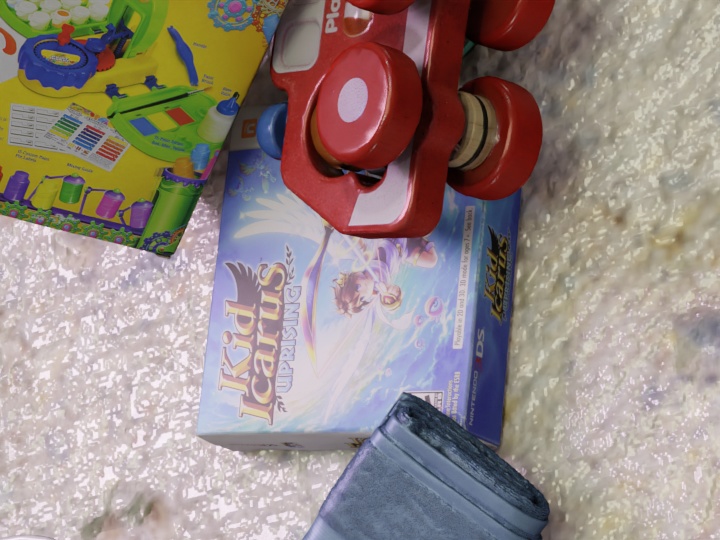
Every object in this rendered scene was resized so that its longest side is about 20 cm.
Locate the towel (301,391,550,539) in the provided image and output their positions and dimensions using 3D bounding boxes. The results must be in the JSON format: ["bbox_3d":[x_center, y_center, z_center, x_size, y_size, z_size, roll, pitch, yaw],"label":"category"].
[{"bbox_3d":[0.012,0.176,1.496,0.111,0.049,0.201,37,103,14],"label":"towel"}]

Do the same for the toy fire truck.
[{"bbox_3d":[0.009,-0.117,1.519,0.167,0.112,0.201,0,81,52],"label":"toy fire truck"}]

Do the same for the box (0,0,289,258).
[{"bbox_3d":[-0.171,-0.137,1.586,0.193,0.199,0.122,-63,25,29],"label":"box"}]

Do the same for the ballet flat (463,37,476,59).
[{"bbox_3d":[-0.009,-0.170,1.622,0.200,0.074,0.075,31,93,37],"label":"ballet flat"}]

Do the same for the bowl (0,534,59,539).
[{"bbox_3d":[-0.187,0.262,1.567,0.200,0.105,0.202,-20,50,26],"label":"bowl"}]

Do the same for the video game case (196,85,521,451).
[{"bbox_3d":[0.000,0.000,1.577,0.180,0.045,0.201,-4,74,33],"label":"video game case"}]
